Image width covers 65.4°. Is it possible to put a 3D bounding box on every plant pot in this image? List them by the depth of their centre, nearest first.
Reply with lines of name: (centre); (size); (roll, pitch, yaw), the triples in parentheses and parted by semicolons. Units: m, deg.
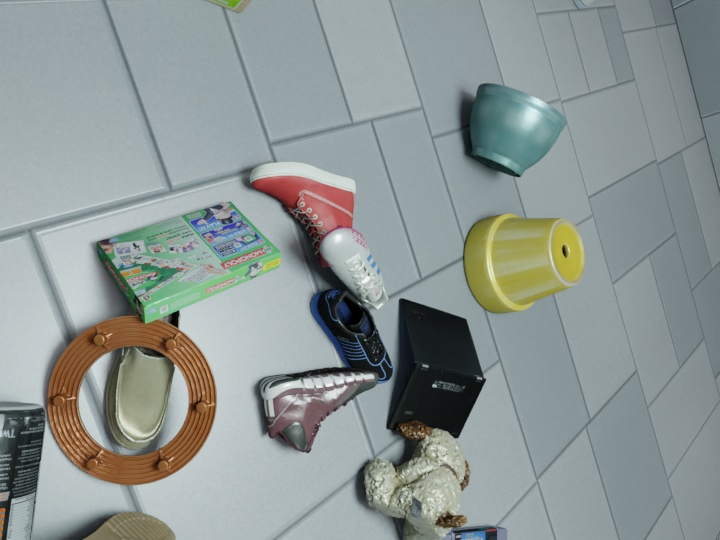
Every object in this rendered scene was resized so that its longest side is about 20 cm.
plant pot: (0.341, -0.023, 1.140); (0.197, 0.187, 0.208); (8, 78, -37)
plant pot: (0.307, -0.280, 1.169); (0.197, 0.200, 0.137); (20, 98, -34)

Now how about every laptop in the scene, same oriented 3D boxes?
laptop: (0.131, 0.187, 1.052); (0.184, 0.116, 0.205); (17, 101, -34)

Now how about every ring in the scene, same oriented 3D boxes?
ring: (-0.270, 0.157, 0.666); (0.194, 0.019, 0.207); (-1, 94, -9)

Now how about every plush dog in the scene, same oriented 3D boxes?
plush dog: (0.121, 0.347, 0.939); (0.201, 0.158, 0.174); (49, 42, -20)

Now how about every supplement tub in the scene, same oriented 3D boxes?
supplement tub: (-0.390, 0.237, 0.558); (0.120, 0.121, 0.207); (10, 77, -36)

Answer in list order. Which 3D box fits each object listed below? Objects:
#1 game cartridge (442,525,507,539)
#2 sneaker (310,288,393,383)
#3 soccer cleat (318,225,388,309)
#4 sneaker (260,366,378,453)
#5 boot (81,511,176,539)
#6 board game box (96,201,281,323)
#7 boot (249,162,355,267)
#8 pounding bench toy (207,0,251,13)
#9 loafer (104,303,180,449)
game cartridge: (0.202, 0.547, 1.038); (0.196, 0.038, 0.134); (14, 79, -36)
sneaker: (0.001, 0.112, 0.916); (0.201, 0.077, 0.071); (50, 57, -21)
soccer cleat: (0.000, 0.000, 0.877); (0.087, 0.069, 0.200); (55, 3, 28)
sneaker: (-0.060, 0.215, 0.864); (0.195, 0.075, 0.120); (-1, 88, -28)
boot: (-0.313, 0.371, 0.633); (0.169, 0.072, 0.200); (-58, 158, 0)
board game box: (-0.221, -0.020, 0.738); (0.197, 0.030, 0.134); (-24, 54, -37)
boot: (-0.085, -0.084, 0.887); (0.196, 0.071, 0.149); (8, 80, -41)
pounding bench toy: (-0.232, -0.503, 0.798); (0.196, 0.123, 0.161); (5, 80, -37)
loafer: (-0.270, 0.119, 0.706); (0.074, 0.067, 0.207); (11, 76, -36)
